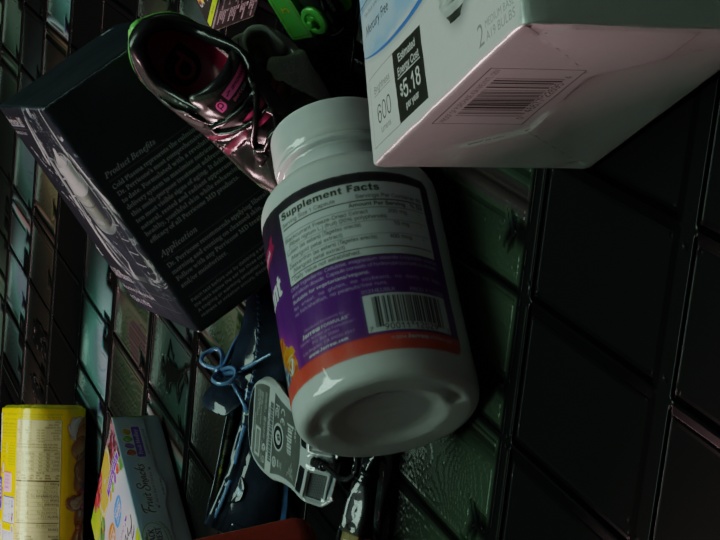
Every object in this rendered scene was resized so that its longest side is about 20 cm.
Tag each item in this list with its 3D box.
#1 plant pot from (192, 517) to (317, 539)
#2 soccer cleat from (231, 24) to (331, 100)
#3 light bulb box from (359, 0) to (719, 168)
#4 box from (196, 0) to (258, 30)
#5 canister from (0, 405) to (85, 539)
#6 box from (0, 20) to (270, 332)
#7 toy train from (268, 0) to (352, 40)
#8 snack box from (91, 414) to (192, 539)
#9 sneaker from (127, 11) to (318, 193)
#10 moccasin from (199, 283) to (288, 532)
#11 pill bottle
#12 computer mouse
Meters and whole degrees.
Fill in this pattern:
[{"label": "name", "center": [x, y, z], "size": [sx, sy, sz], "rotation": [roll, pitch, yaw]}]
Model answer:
[{"label": "plant pot", "center": [-0.092, 0.295, 1.232], "size": [0.176, 0.199, 0.201], "rotation": [-146, 48, -69]}, {"label": "soccer cleat", "center": [-0.074, -0.147, 1.432], "size": [0.200, 0.070, 0.087], "rotation": [34, 144, 59]}, {"label": "light bulb box", "center": [0.084, -0.172, 0.925], "size": [0.198, 0.124, 0.201], "rotation": [140, 127, -65]}, {"label": "box", "center": [-0.127, -0.311, 1.506], "size": [0.194, 0.047, 0.200], "rotation": [62, 163, 12]}, {"label": "canister", "center": [-0.354, 0.251, 2.168], "size": [0.148, 0.086, 0.201], "rotation": [171, 101, -69]}, {"label": "box", "center": [-0.151, -0.075, 1.451], "size": [0.197, 0.124, 0.200], "rotation": [58, 166, -14]}, {"label": "toy train", "center": [-0.072, -0.244, 1.335], "size": [0.056, 0.042, 0.201], "rotation": [-2, 126, 51]}, {"label": "snack box", "center": [-0.203, 0.252, 1.813], "size": [0.200, 0.053, 0.143], "rotation": [-113, 29, -48]}, {"label": "sneaker", "center": [-0.076, -0.104, 1.294], "size": [0.077, 0.199, 0.084], "rotation": [-60, -7, 4]}, {"label": "moccasin", "center": [-0.085, 0.100, 1.455], "size": [0.080, 0.068, 0.201], "rotation": [173, 99, -80]}, {"label": "pill bottle", "center": [0.000, 0.000, 1.171], "size": [0.112, 0.111, 0.201], "rotation": [119, 146, -53]}, {"label": "computer mouse", "center": [-0.025, 0.121, 1.342], "size": [0.200, 0.044, 0.110], "rotation": [-149, 60, -63]}]
